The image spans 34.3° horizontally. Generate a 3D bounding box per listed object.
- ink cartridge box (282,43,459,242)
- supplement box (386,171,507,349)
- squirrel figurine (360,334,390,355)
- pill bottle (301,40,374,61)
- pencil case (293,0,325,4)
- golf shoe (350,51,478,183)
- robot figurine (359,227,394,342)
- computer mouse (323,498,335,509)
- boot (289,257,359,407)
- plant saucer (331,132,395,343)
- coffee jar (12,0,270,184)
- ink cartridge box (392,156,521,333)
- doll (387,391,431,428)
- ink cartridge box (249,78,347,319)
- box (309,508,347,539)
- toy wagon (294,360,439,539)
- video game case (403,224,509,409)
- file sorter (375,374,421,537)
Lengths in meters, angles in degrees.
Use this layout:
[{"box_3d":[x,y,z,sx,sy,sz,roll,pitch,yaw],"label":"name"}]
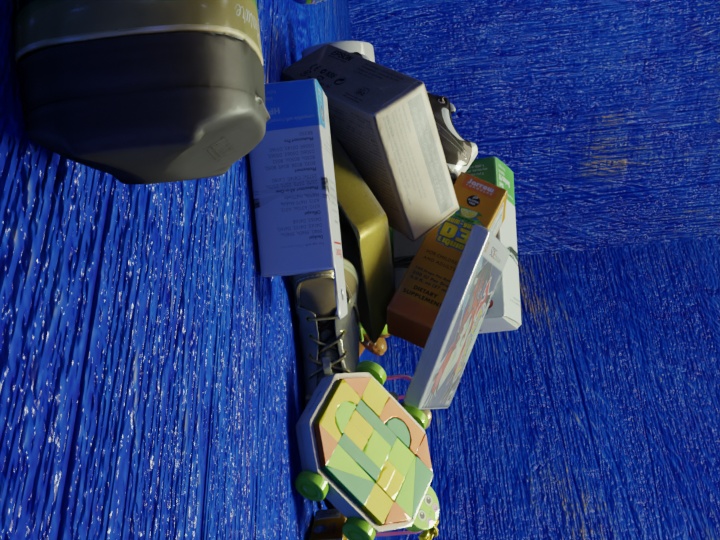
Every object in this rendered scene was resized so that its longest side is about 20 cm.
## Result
[{"box_3d":[0.010,-0.148,1.306,0.199,0.075,0.166,34,-28,49],"label":"ink cartridge box"},{"box_3d":[0.099,-0.011,1.323,0.201,0.066,0.069,-61,163,-26],"label":"supplement box"},{"box_3d":[0.008,0.022,1.684,0.187,0.140,0.202,34,35,-84],"label":"squirrel figurine"},{"box_3d":[-0.021,-0.182,1.488,0.116,0.115,0.203,19,66,-87],"label":"pill bottle"},{"box_3d":[-0.063,-0.403,1.370,0.087,0.077,0.201,52,-14,30],"label":"pencil case"},{"box_3d":[0.058,-0.186,1.384,0.201,0.094,0.078,54,-18,6],"label":"golf shoe"},{"box_3d":[0.000,0.000,1.512,0.201,0.114,0.177,-85,161,-55],"label":"robot figurine"},{"box_3d":[-0.028,0.198,1.361,0.201,0.052,0.140,-77,164,-45],"label":"computer mouse"},{"box_3d":[-0.034,0.085,1.213,0.201,0.071,0.157,80,8,-64],"label":"boot"},{"box_3d":[-0.015,-0.053,1.293,0.201,0.048,0.201,82,-18,-52],"label":"plant saucer"},{"box_3d":[-0.083,-0.134,0.420,0.104,0.084,0.203,75,9,-87],"label":"coffee jar"},{"box_3d":[0.118,-0.025,1.449,0.083,0.145,0.203,25,60,-65],"label":"ink cartridge box"},{"box_3d":[0.017,0.191,1.243,0.200,0.048,0.138,-24,137,-65],"label":"doll"},{"box_3d":[-0.055,-0.057,1.023,0.116,0.066,0.203,2,83,-87],"label":"ink cartridge box"},{"box_3d":[-0.024,0.359,1.199,0.119,0.041,0.203,-61,148,-87],"label":"box"},{"box_3d":[0.021,0.192,1.148,0.200,0.039,0.156,47,48,-18],"label":"toy wagon"},{"box_3d":[0.111,0.057,1.291,0.202,0.023,0.182,-68,165,0],"label":"video game case"},{"box_3d":[0.028,0.254,1.576,0.201,0.123,0.140,81,4,-49],"label":"file sorter"}]
